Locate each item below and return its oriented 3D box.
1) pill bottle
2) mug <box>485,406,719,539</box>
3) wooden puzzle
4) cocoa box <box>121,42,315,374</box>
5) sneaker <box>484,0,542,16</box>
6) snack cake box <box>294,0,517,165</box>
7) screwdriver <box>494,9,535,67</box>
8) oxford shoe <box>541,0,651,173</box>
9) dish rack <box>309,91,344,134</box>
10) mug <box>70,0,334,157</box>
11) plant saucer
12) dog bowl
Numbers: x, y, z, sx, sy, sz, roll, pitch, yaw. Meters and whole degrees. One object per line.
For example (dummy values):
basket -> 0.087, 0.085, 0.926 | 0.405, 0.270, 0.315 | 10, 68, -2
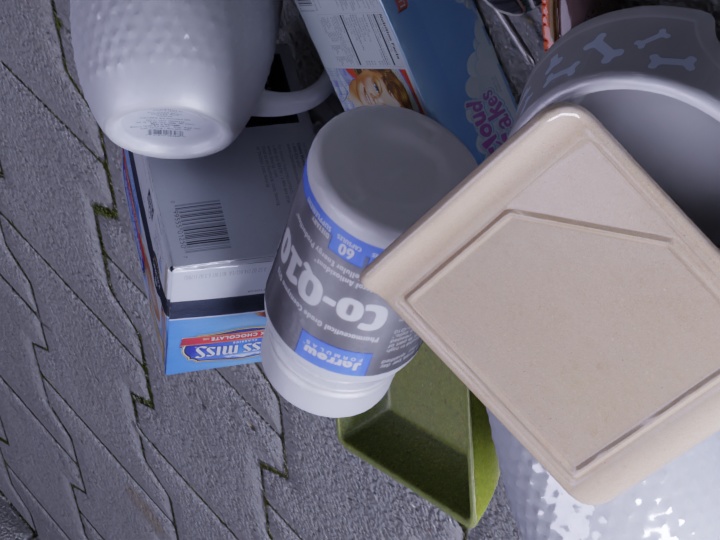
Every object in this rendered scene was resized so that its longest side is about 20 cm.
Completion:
pill bottle -> 0.000, 0.000, 1.220 | 0.114, 0.113, 0.201 | 47, 143, 22
mug -> 0.184, 0.120, 1.152 | 0.147, 0.198, 0.177 | -7, -95, -73
wooden puzzle -> 0.122, 0.021, 1.021 | 0.200, 0.037, 0.185 | 43, 132, -7
cocoa box -> -0.098, -0.046, 1.386 | 0.132, 0.132, 0.202 | 102, 156, -52
sneaker -> 0.054, -0.234, 1.092 | 0.201, 0.077, 0.080 | 58, 176, 11
snack cake box -> 0.035, -0.132, 1.245 | 0.115, 0.067, 0.202 | 11, 130, 58
screwdriver -> 0.050, -0.209, 1.154 | 0.201, 0.029, 0.028 | 62, 158, 1
oxford shoe -> 0.158, -0.100, 1.064 | 0.072, 0.071, 0.202 | -5, 118, 35
dish rack -> 0.005, -0.042, 1.458 | 0.201, 0.043, 0.172 | 55, 158, 6
mug -> -0.102, -0.172, 1.297 | 0.148, 0.198, 0.177 | 135, 139, -64
plant saucer -> 0.044, 0.054, 1.337 | 0.199, 0.047, 0.202 | 25, 123, 58
dog bowl -> 0.164, -0.039, 1.014 | 0.198, 0.059, 0.202 | 18, 130, 22
